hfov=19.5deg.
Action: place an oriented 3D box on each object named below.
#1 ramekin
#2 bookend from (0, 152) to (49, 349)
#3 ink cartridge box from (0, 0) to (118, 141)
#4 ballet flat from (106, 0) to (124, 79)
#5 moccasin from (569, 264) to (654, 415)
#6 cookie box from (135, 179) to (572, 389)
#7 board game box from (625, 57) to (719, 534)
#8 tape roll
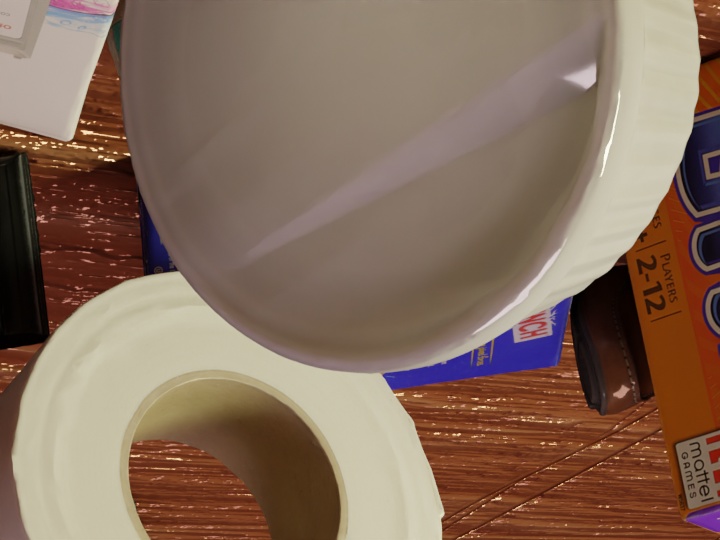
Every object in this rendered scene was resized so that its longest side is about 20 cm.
[{"bbox_3d":[0.022,-0.069,0.701,0.201,0.204,0.094,-23,167,33],"label":"ramekin"},{"bbox_3d":[-0.236,-0.033,0.820,0.197,0.093,0.200,-9,157,-4],"label":"bookend"},{"bbox_3d":[-0.085,-0.118,0.551,0.067,0.118,0.200,15,150,-12],"label":"ink cartridge box"},{"bbox_3d":[-0.018,-0.070,0.852,0.199,0.063,0.067,8,154,-37],"label":"ballet flat"},{"bbox_3d":[0.160,0.031,1.081,0.077,0.074,0.201,-9,180,23],"label":"moccasin"},{"bbox_3d":[0.000,0.000,1.016,0.198,0.076,0.171,-7,157,-2],"label":"cookie box"},{"bbox_3d":[0.254,0.010,0.969,0.198,0.202,0.199,-20,156,26],"label":"board game box"},{"bbox_3d":[-0.066,0.105,0.889,0.201,0.204,0.071,5,150,-31],"label":"tape roll"}]
